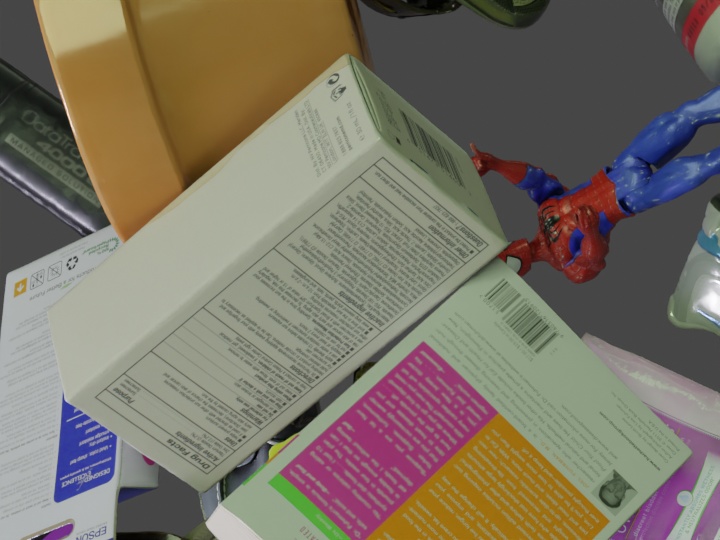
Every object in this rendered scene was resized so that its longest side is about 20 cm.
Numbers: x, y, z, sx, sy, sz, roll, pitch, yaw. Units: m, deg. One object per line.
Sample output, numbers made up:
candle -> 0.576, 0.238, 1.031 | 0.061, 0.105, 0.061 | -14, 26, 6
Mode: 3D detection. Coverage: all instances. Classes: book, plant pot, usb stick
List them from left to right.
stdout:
usb stick -> -0.162, -0.059, 1.457 | 0.200, 0.033, 0.055 | 35, 76, 20
plant pot -> -0.073, -0.122, 1.320 | 0.140, 0.200, 0.201 | -15, 70, 4
book -> 0.043, 0.098, 1.216 | 0.134, 0.048, 0.200 | 46, 57, 6

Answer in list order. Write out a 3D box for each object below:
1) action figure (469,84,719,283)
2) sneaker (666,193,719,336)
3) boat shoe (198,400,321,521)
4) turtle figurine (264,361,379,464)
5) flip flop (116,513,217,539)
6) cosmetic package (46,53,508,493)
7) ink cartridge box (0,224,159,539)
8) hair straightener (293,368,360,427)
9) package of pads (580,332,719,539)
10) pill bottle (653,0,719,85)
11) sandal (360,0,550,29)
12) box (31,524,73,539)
action figure -> 0.130, -0.054, 1.336 | 0.200, 0.099, 0.065 | -36, 60, 28
sneaker -> 0.241, 0.048, 1.329 | 0.200, 0.075, 0.087 | 36, 115, 13
boat shoe -> -0.055, 0.073, 1.376 | 0.073, 0.062, 0.201 | -6, 73, 6
turtle figurine -> 0.016, 0.133, 1.295 | 0.064, 0.161, 0.201 | -5, 81, 24
flip flop -> -0.108, 0.148, 1.305 | 0.200, 0.081, 0.058 | -40, 102, -2
cosmetic package -> -0.041, 0.004, 1.267 | 0.200, 0.103, 0.073 | -38, 39, 16
ink cartridge box -> -0.145, 0.072, 1.359 | 0.095, 0.037, 0.200 | -23, 46, 29
hair straightener -> 0.000, 0.000, 1.377 | 0.077, 0.041, 0.200 | 33, 53, -23
package of pads -> 0.169, 0.124, 1.307 | 0.200, 0.076, 0.121 | 25, 77, 18
pill bottle -> 0.175, -0.204, 1.389 | 0.111, 0.111, 0.200 | -32, 69, 1
sandal -> 0.018, -0.171, 1.442 | 0.201, 0.080, 0.058 | 26, 123, 30
box -> -0.237, 0.127, 1.413 | 0.143, 0.036, 0.200 | -41, 71, -4
